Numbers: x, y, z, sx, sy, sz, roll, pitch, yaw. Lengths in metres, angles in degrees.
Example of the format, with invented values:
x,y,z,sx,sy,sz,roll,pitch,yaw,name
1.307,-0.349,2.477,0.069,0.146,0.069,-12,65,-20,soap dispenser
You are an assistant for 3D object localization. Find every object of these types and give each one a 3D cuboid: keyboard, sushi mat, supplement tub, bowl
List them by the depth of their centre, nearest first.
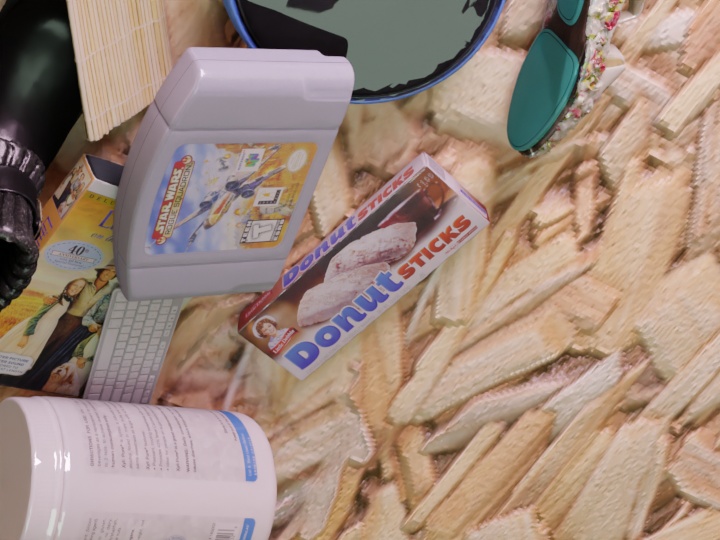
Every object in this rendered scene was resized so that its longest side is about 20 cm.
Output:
x,y,z,sx,sy,sz,roll,pitch,yaw,name
-0.154,-0.187,0.877,0.012,0.096,0.201,18,129,26,sushi mat
0.004,-0.200,0.908,0.199,0.039,0.202,-2,124,-3,bowl
-0.176,0.166,1.052,0.199,0.132,0.132,10,124,-32,supplement tub
-0.180,0.080,1.062,0.056,0.011,0.201,-6,139,-30,keyboard

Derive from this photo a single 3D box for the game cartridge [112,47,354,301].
x,y,z,sx,sy,sz,roll,pitch,yaw,name
-0.093,-0.058,0.931,0.132,0.042,0.201,-8,138,-34,game cartridge

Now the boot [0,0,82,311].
x,y,z,sx,sy,sz,roll,pitch,yaw,name
-0.226,-0.074,0.901,0.079,0.158,0.212,22,120,-17,boot

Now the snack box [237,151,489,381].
x,y,z,sx,sy,sz,roll,pitch,yaw,name
0.000,0.000,1.049,0.200,0.024,0.072,-41,119,20,snack box

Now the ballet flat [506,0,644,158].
x,y,z,sx,sy,sz,roll,pitch,yaw,name
0.155,-0.161,0.929,0.063,0.076,0.201,-2,129,-22,ballet flat

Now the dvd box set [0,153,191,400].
x,y,z,sx,sy,sz,roll,pitch,yaw,name
-0.190,0.013,1.007,0.146,0.029,0.200,17,124,-46,dvd box set
